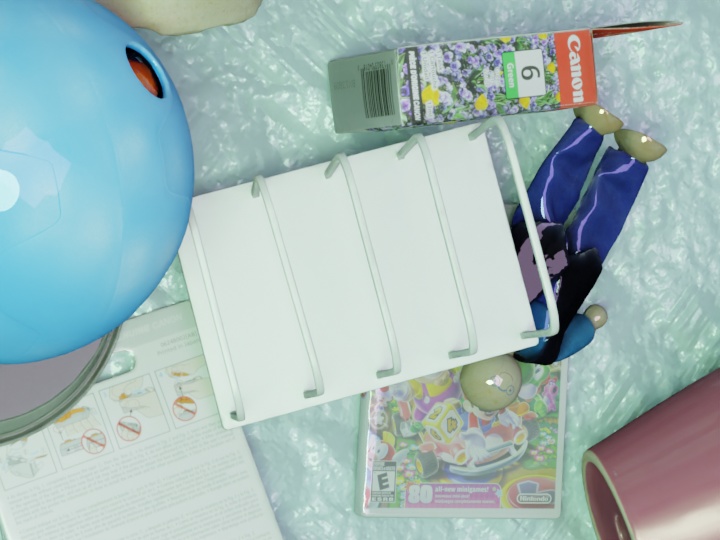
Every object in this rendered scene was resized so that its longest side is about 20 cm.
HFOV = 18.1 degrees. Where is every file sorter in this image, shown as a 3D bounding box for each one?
[{"bbox_3d":[0.000,0.000,1.311,0.198,0.125,0.140,-15,88,-5],"label":"file sorter"}]

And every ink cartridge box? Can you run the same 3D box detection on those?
[{"bbox_3d":[0.091,-0.120,1.403,0.198,0.109,0.051,-7,94,-23],"label":"ink cartridge box"},{"bbox_3d":[-0.141,0.138,1.356,0.159,0.047,0.202,-19,82,-21],"label":"ink cartridge box"}]

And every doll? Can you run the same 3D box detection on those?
[{"bbox_3d":[0.114,-0.006,1.429,0.136,0.048,0.201,28,86,-30],"label":"doll"}]

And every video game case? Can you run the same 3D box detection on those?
[{"bbox_3d":[0.068,0.057,1.447,0.142,0.018,0.202,3,90,-23],"label":"video game case"}]

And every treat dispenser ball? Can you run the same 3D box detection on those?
[{"bbox_3d":[-0.186,-0.052,1.191,0.199,0.201,0.203,-1,91,-23],"label":"treat dispenser ball"}]

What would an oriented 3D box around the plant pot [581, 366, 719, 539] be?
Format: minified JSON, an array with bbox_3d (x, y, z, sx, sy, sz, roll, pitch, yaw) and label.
[{"bbox_3d":[0.245,0.147,1.444,0.177,0.200,0.202,-18,98,-6],"label":"plant pot"}]

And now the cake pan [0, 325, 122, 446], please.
[{"bbox_3d":[-0.225,0.003,1.300,0.198,0.037,0.202,2,86,-21],"label":"cake pan"}]

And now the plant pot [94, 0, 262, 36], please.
[{"bbox_3d":[-0.126,-0.231,1.280,0.199,0.200,0.185,-11,107,-22],"label":"plant pot"}]
